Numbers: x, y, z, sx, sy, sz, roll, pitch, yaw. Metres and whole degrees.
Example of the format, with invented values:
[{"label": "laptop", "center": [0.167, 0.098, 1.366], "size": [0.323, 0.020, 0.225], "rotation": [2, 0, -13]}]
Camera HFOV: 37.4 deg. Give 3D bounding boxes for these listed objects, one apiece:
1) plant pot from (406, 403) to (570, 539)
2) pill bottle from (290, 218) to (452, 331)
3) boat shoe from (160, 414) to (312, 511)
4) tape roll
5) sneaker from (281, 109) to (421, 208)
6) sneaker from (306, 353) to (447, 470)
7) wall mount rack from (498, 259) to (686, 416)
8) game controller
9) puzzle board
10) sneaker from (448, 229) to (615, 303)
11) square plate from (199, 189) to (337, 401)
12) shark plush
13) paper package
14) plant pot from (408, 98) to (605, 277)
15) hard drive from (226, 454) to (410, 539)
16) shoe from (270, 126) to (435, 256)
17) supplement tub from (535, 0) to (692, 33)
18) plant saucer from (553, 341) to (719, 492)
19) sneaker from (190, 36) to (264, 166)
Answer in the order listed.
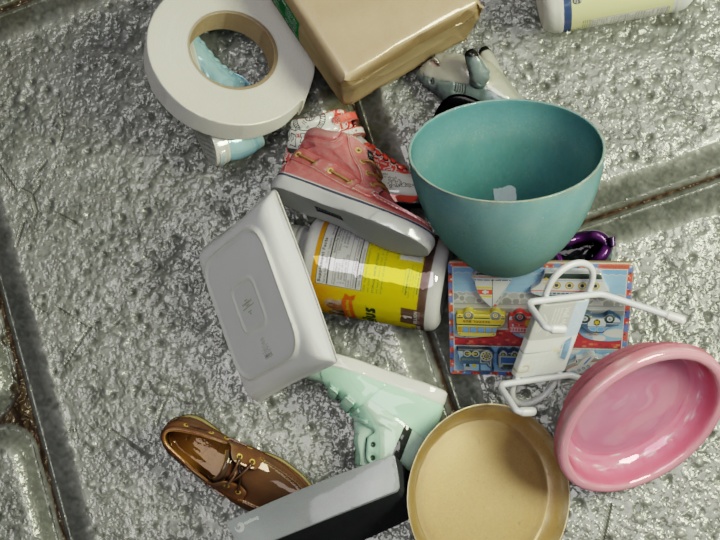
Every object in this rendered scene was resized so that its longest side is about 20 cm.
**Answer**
[{"label": "plant pot", "center": [0.139, 0.248, 1.175], "size": [0.198, 0.027, 0.202], "rotation": [2, 84, -19]}, {"label": "pill bottle", "center": [0.000, 0.000, 1.212], "size": [0.198, 0.109, 0.110], "rotation": [10, 86, 9]}, {"label": "boat shoe", "center": [-0.147, 0.233, 1.232], "size": [0.199, 0.068, 0.072], "rotation": [28, 89, 10]}, {"label": "tape roll", "center": [-0.152, -0.249, 1.248], "size": [0.201, 0.037, 0.204], "rotation": [7, 66, -15]}, {"label": "sneaker", "center": [0.006, -0.132, 1.246], "size": [0.200, 0.067, 0.109], "rotation": [4, 88, 11]}, {"label": "sneaker", "center": [-0.012, 0.163, 1.214], "size": [0.199, 0.074, 0.119], "rotation": [17, 81, 7]}, {"label": "wall mount rack", "center": [0.243, 0.087, 1.145], "size": [0.173, 0.075, 0.201], "rotation": [-4, 127, -24]}, {"label": "game controller", "center": [0.168, -0.121, 1.205], "size": [0.199, 0.042, 0.105], "rotation": [26, 124, 4]}, {"label": "puzzle board", "center": [0.197, 0.057, 1.181], "size": [0.198, 0.017, 0.152], "rotation": [0, 122, 8]}, {"label": "sneaker", "center": [0.189, -0.004, 1.196], "size": [0.199, 0.088, 0.075], "rotation": [-22, 80, 6]}, {"label": "square plate", "center": [-0.115, 0.037, 1.199], "size": [0.028, 0.200, 0.199], "rotation": [-14, 80, -36]}, {"label": "shark plush", "center": [0.155, -0.179, 1.250], "size": [0.083, 0.091, 0.200], "rotation": [-37, 102, 22]}, {"label": "paper package", "center": [0.006, -0.323, 1.229], "size": [0.190, 0.104, 0.201], "rotation": [-31, 81, -9]}, {"label": "plant pot", "center": [0.152, -0.073, 1.120], "size": [0.198, 0.201, 0.135], "rotation": [1, 128, 8]}, {"label": "hard drive", "center": [-0.033, 0.272, 1.177], "size": [0.199, 0.135, 0.043], "rotation": [-23, 59, 6]}, {"label": "shoe", "center": [0.004, -0.090, 1.157], "size": [0.199, 0.072, 0.091], "rotation": [22, 73, 22]}, {"label": "supplement tub", "center": [0.293, -0.352, 1.185], "size": [0.198, 0.145, 0.146], "rotation": [-9, 83, 7]}, {"label": "plant saucer", "center": [0.292, 0.150, 1.137], "size": [0.200, 0.201, 0.051], "rotation": [-34, 40, 4]}, {"label": "sneaker", "center": [-0.174, -0.220, 1.290], "size": [0.081, 0.074, 0.201], "rotation": [-15, 76, -24]}]
